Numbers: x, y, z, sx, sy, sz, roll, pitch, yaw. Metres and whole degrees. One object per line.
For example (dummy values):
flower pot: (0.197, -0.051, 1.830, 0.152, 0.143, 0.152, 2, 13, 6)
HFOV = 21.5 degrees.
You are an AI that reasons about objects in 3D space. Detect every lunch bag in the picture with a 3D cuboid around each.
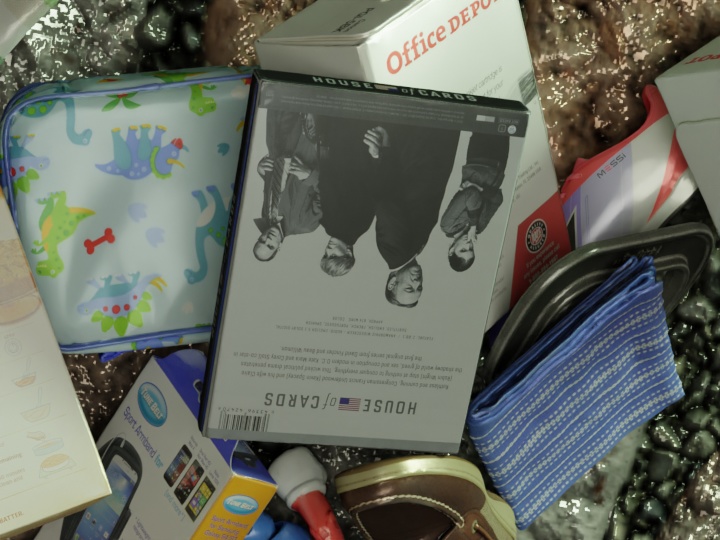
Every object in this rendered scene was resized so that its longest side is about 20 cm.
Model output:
lunch bag: (-0.113, -0.035, 1.111, 0.198, 0.082, 0.163, -8, 100, -12)

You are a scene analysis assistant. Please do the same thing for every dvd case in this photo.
dvd case: (0.000, 0.000, 1.010, 0.149, 0.025, 0.202, 5, 111, -15)

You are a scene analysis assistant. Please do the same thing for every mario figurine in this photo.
mario figurine: (-0.038, 0.192, 1.182, 0.198, 0.106, 0.124, 26, 129, -5)

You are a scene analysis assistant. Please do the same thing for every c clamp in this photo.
c clamp: (0.126, 0.039, 1.137, 0.199, 0.027, 0.172, -15, 141, -38)

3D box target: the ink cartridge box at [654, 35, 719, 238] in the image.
ink cartridge box: (0.307, -0.100, 1.130, 0.199, 0.145, 0.146, -33, 106, -27)

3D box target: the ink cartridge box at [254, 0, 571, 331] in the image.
ink cartridge box: (0.035, -0.069, 1.087, 0.147, 0.082, 0.202, -38, 123, -41)

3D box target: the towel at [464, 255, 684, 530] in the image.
towel: (0.134, 0.080, 1.143, 0.144, 0.200, 0.024, -40, 62, -7)

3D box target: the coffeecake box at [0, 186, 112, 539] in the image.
coffeecake box: (-0.242, 0.055, 1.011, 0.152, 0.073, 0.202, -18, 84, -26)

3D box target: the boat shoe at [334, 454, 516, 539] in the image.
boat shoe: (0.046, 0.161, 1.107, 0.071, 0.200, 0.073, -15, 65, 16)

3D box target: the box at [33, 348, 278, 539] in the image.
box: (-0.124, 0.146, 1.099, 0.041, 0.119, 0.201, 24, 106, -42)

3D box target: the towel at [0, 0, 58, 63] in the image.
towel: (-0.180, -0.220, 1.036, 0.200, 0.031, 0.149, -44, 71, 5)

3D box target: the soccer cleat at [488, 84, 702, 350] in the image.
soccer cleat: (0.142, -0.026, 1.185, 0.073, 0.068, 0.200, 45, 89, 5)
